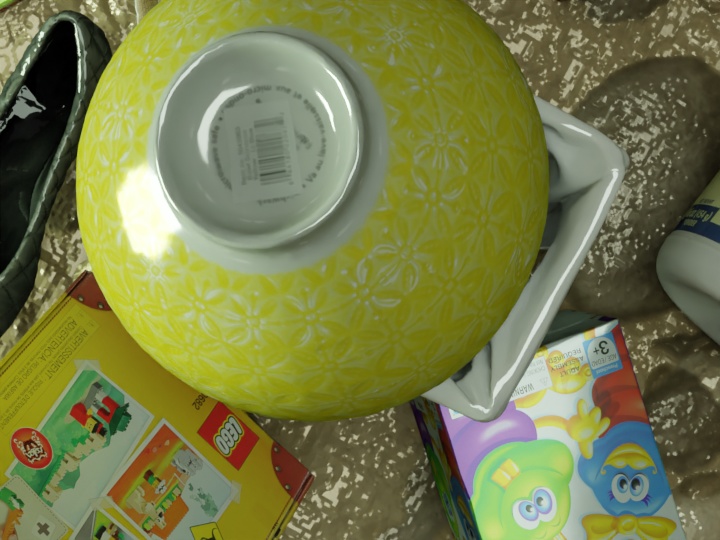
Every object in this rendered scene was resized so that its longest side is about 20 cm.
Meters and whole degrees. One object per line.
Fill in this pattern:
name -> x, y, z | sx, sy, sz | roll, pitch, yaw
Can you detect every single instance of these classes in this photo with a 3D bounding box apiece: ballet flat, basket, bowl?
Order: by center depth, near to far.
bowl -> -0.029, -0.041, 0.645 | 0.199, 0.108, 0.202 | -1, 84, 10
basket -> 0.009, -0.031, 0.755 | 0.199, 0.123, 0.136 | 28, 89, 12
ballet flat -> -0.184, -0.040, 0.826 | 0.066, 0.057, 0.201 | 20, 80, 11

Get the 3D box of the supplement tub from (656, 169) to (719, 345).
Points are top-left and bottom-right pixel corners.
supplement tub -> 0.266, -0.036, 0.858 | 0.145, 0.145, 0.200 | 39, 86, -7

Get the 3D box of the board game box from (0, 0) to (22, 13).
board game box -> -0.215, -0.232, 0.844 | 0.095, 0.030, 0.201 | -30, 98, -7

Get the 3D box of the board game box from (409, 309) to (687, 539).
board game box -> 0.105, 0.133, 0.860 | 0.104, 0.103, 0.201 | -19, 94, -7

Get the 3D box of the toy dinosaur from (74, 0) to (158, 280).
toy dinosaur -> -0.097, -0.075, 0.824 | 0.101, 0.058, 0.201 | -4, 105, -49

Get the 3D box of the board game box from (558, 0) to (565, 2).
board game box -> 0.182, -0.247, 0.889 | 0.199, 0.046, 0.152 | -19, 94, -7

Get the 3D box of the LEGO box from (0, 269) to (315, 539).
LEGO box -> -0.127, 0.117, 0.719 | 0.149, 0.200, 0.077 | 43, 126, -7
